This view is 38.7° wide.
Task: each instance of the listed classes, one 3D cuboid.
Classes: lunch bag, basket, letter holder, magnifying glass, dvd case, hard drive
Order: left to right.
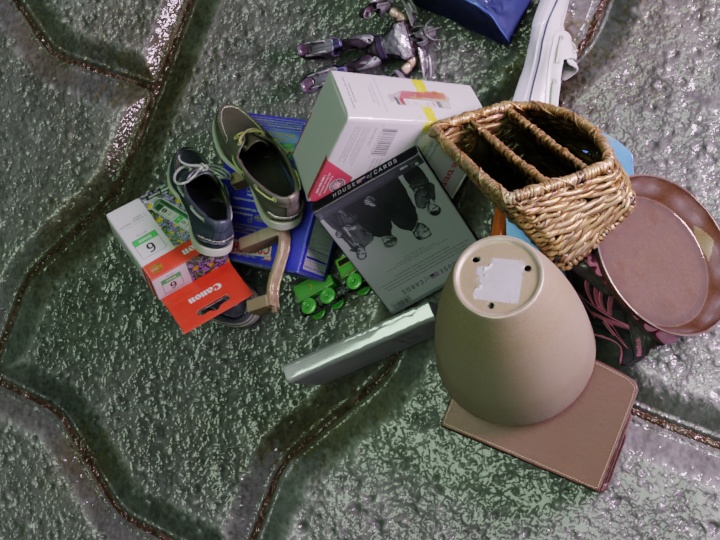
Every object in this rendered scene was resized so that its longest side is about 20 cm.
[{"bbox_3d":[0.015,0.094,1.289,0.200,0.132,0.026,-24,76,14],"label":"hard drive"},{"bbox_3d":[0.053,-0.045,1.276,0.150,0.200,0.025,-28,38,13],"label":"dvd case"},{"bbox_3d":[0.135,-0.399,1.321,0.200,0.136,0.133,31,92,21],"label":"lunch bag"},{"bbox_3d":[0.170,-0.012,1.290,0.022,0.080,0.201,4,73,18],"label":"magnifying glass"},{"bbox_3d":[0.199,-0.126,1.151,0.143,0.149,0.200,-43,37,6],"label":"basket"},{"bbox_3d":[0.220,0.160,1.228,0.200,0.101,0.143,20,87,20],"label":"letter holder"}]

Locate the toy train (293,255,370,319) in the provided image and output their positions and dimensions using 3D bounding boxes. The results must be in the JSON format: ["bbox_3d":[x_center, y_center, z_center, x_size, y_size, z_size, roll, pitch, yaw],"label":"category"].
[{"bbox_3d":[0.000,0.000,1.359,0.200,0.042,0.057,-29,63,13],"label":"toy train"}]

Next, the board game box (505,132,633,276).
[{"bbox_3d":[0.262,-0.079,1.283,0.157,0.039,0.201,-3,87,14],"label":"board game box"}]

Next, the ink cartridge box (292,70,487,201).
[{"bbox_3d":[0.037,-0.157,1.259,0.145,0.199,0.084,-60,39,43],"label":"ink cartridge box"}]

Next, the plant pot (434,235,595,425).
[{"bbox_3d":[0.160,0.049,1.112,0.187,0.200,0.188,-5,64,10],"label":"plant pot"}]

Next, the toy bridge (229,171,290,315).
[{"bbox_3d":[-0.122,-0.041,1.310,0.067,0.027,0.201,-20,69,26],"label":"toy bridge"}]

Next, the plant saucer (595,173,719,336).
[{"bbox_3d":[0.346,-0.015,1.191,0.034,0.200,0.201,-40,65,56],"label":"plant saucer"}]

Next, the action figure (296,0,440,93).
[{"bbox_3d":[0.015,-0.295,1.378,0.199,0.069,0.131,-12,91,22],"label":"action figure"}]

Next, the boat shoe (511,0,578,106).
[{"bbox_3d":[0.242,-0.261,1.293,0.067,0.074,0.201,13,79,15],"label":"boat shoe"}]

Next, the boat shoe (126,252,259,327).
[{"bbox_3d":[-0.233,0.014,1.406,0.200,0.093,0.075,29,92,21],"label":"boat shoe"}]

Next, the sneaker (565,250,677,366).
[{"bbox_3d":[0.281,0.035,1.224,0.200,0.079,0.095,45,114,0],"label":"sneaker"}]

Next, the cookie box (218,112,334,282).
[{"bbox_3d":[-0.107,-0.099,1.375,0.171,0.075,0.201,12,85,32],"label":"cookie box"}]

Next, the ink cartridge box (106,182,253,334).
[{"bbox_3d":[-0.235,-0.022,1.333,0.109,0.050,0.200,-30,57,-16],"label":"ink cartridge box"}]

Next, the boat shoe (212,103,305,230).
[{"bbox_3d":[-0.129,-0.144,1.300,0.072,0.060,0.202,-21,62,-21],"label":"boat shoe"}]

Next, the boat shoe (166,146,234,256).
[{"bbox_3d":[-0.205,-0.103,1.324,0.200,0.075,0.062,-110,29,-45],"label":"boat shoe"}]
